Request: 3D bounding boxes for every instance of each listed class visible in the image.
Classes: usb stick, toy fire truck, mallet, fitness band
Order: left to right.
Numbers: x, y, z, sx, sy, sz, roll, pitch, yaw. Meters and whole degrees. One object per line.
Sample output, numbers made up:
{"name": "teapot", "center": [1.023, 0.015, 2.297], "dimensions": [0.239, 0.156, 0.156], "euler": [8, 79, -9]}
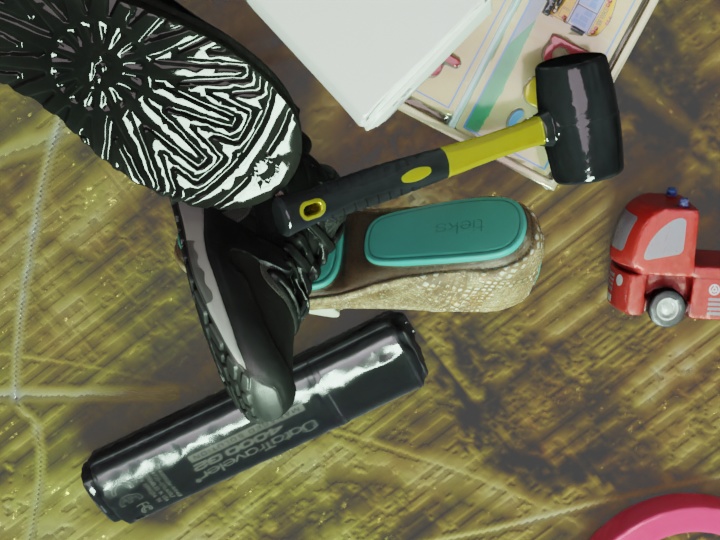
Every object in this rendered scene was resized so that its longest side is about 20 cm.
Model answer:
{"name": "usb stick", "center": [-0.057, 0.082, 0.879], "dimensions": [0.199, 0.033, 0.056], "euler": [-26, 134, 4]}
{"name": "mallet", "center": [0.049, -0.046, 0.791], "dimensions": [0.199, 0.041, 0.066], "euler": [-27, 109, -23]}
{"name": "fitness band", "center": [0.193, 0.227, 0.929], "dimensions": [0.142, 0.037, 0.202], "euler": [-9, 103, 3]}
{"name": "toy fire truck", "center": [0.236, -0.039, 0.858], "dimensions": [0.198, 0.049, 0.142], "euler": [4, 103, -3]}

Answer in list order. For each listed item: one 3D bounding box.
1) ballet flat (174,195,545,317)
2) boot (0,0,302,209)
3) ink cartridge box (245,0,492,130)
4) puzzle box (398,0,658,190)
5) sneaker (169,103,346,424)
{"name": "ballet flat", "center": [0.000, 0.000, 0.844], "dimensions": [0.198, 0.071, 0.065], "euler": [2, 145, 18]}
{"name": "boot", "center": [-0.115, -0.130, 0.769], "dimensions": [0.210, 0.158, 0.080], "euler": [33, 115, -17]}
{"name": "ink cartridge box", "center": [-0.031, -0.169, 0.750], "dimensions": [0.084, 0.145, 0.200], "euler": [-42, 92, 9]}
{"name": "puzzle box", "center": [0.091, -0.158, 0.836], "dimensions": [0.132, 0.025, 0.201], "euler": [25, 101, -9]}
{"name": "sneaker", "center": [-0.044, -0.019, 0.782], "dimensions": [0.087, 0.201, 0.076], "euler": [-16, 138, -3]}
